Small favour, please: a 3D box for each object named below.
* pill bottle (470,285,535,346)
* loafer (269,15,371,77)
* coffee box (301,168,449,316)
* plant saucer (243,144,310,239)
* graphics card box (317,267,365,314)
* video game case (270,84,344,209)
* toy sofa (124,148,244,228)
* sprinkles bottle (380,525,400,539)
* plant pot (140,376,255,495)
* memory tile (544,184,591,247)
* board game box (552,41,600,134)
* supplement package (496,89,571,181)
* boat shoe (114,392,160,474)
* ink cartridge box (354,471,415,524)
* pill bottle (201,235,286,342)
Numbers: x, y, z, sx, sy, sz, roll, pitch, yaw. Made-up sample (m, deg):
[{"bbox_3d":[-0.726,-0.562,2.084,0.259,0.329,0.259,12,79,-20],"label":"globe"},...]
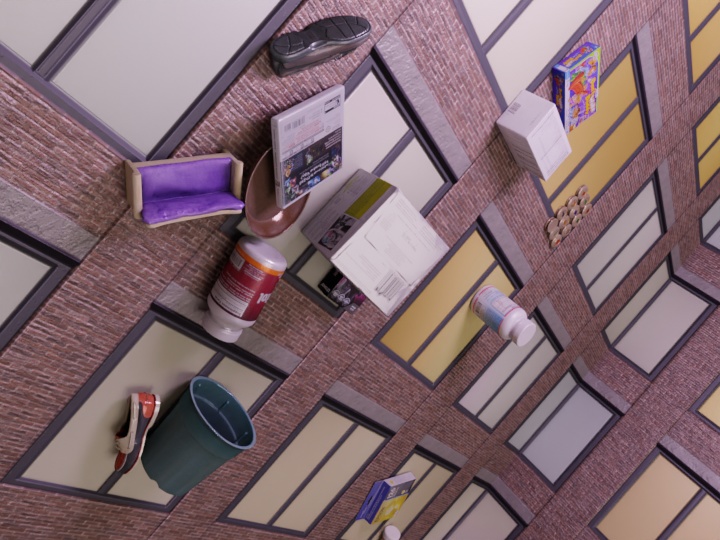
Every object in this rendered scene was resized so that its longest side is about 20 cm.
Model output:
[{"bbox_3d":[0.444,0.142,1.914,0.107,0.200,0.110,-23,136,-25],"label":"pill bottle"},{"bbox_3d":[-0.072,-0.405,1.114,0.197,0.073,0.063,-23,155,-19],"label":"loafer"},{"bbox_3d":[0.027,-0.065,1.330,0.200,0.198,0.200,-46,121,-2],"label":"coffee box"},{"bbox_3d":[-0.166,-0.163,1.201,0.200,0.036,0.203,-41,144,-39],"label":"plant saucer"},{"bbox_3d":[0.000,0.000,1.508,0.201,0.051,0.125,-49,140,1],"label":"graphics card box"},{"bbox_3d":[-0.098,-0.242,1.197,0.200,0.023,0.185,-41,144,-41],"label":"video game case"},{"bbox_3d":[-0.301,-0.147,1.075,0.197,0.098,0.084,-14,131,-34],"label":"toy sofa"},{"bbox_3d":[0.099,1.128,2.496,0.067,0.068,0.203,-4,124,-40],"label":"sprinkles bottle"},{"bbox_3d":[-0.371,0.378,1.376,0.196,0.201,0.200,-42,141,7],"label":"plant pot"},{"bbox_3d":[0.686,-0.176,2.025,0.200,0.017,0.154,-45,140,-4],"label":"memory tile"},{"bbox_3d":[0.579,-0.485,1.654,0.134,0.045,0.202,-37,139,-14],"label":"board game box"},{"bbox_3d":[0.452,-0.346,1.598,0.114,0.109,0.200,-48,140,0],"label":"supplement package"},{"bbox_3d":[-0.493,0.348,1.319,0.062,0.071,0.203,14,110,-40],"label":"boat shoe"},{"bbox_3d":[0.096,0.853,2.291,0.198,0.047,0.200,0,121,-46],"label":"ink cartridge box"},{"bbox_3d":[-0.244,0.041,1.267,0.112,0.113,0.202,18,109,-48],"label":"pill bottle"}]
